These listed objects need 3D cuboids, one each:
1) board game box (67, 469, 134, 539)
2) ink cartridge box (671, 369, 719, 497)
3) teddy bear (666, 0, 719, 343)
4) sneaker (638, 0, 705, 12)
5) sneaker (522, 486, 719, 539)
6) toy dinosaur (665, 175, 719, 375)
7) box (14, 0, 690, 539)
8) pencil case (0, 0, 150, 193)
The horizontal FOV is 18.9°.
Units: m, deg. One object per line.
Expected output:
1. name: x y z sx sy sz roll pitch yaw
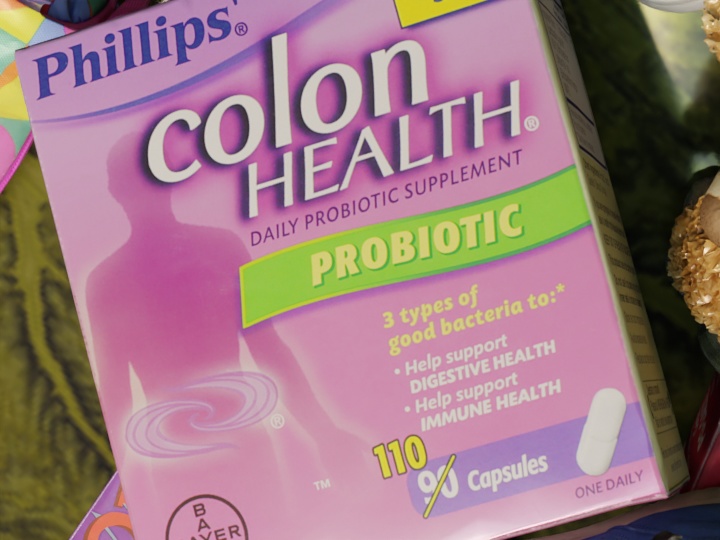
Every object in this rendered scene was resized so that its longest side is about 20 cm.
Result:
1. board game box: -0.011 0.064 0.797 0.120 0.032 0.201 36 95 16
2. ink cartridge box: 0.170 0.150 0.834 0.144 0.083 0.201 20 111 2
3. teddy bear: 0.175 -0.057 0.700 0.199 0.067 0.146 -33 70 18
4. sneaker: 0.148 -0.165 0.715 0.200 0.099 0.075 -49 68 20
5. sneaker: 0.058 0.136 0.720 0.198 0.111 0.077 -19 96 4
6. toy dinosaur: 0.164 0.042 0.756 0.087 0.201 0.048 -1 128 -7
7. box: 0.000 0.000 0.734 0.174 0.097 0.202 -16 84 12
8. pencil case: -0.169 -0.048 0.828 0.088 0.088 0.200 38 113 -4
